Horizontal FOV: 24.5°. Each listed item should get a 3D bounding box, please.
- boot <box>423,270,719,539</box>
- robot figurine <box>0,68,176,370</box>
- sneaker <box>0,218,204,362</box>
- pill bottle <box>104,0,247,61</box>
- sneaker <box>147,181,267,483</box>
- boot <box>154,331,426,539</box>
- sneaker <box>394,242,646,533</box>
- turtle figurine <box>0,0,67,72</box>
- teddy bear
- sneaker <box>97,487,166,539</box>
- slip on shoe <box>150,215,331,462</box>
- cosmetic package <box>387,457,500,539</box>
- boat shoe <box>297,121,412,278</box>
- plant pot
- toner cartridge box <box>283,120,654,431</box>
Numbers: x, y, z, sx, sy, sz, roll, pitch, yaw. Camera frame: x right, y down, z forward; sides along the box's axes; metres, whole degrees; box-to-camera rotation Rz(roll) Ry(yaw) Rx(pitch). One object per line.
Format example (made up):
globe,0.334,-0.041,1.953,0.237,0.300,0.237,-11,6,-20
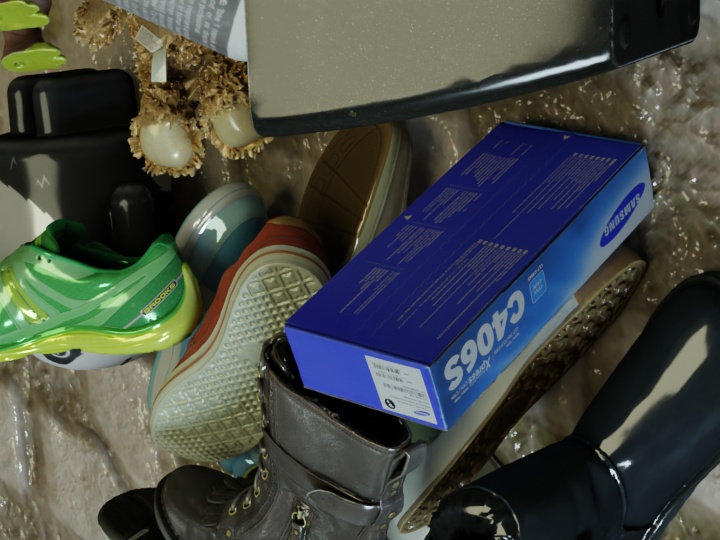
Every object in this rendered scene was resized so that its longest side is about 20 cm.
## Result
boot,0.119,0.102,0.855,0.076,0.168,0.200,41,124,26
robot figurine,-0.187,-0.033,1.117,0.124,0.150,0.201,-3,101,4
sneaker,-0.195,0.010,1.029,0.199,0.074,0.084,-5,105,10
pill bottle,-0.087,-0.189,0.950,0.200,0.114,0.114,25,121,0
sneaker,-0.064,0.050,1.067,0.130,0.079,0.200,38,133,30
boot,-0.041,0.107,0.918,0.200,0.069,0.175,26,132,33
sneaker,0.060,0.044,0.919,0.090,0.067,0.200,44,99,24
turtle figurine,-0.211,-0.220,1.051,0.200,0.064,0.162,112,161,-64
teddy bear,-0.110,-0.158,1.048,0.145,0.067,0.200,-33,77,26
sneaker,-0.088,0.220,1.017,0.200,0.076,0.116,25,121,34
slip on shoe,-0.070,0.046,0.997,0.074,0.061,0.200,21,129,-12
cosmetic package,-0.006,0.170,1.038,0.103,0.087,0.200,49,128,22
boat shoe,0.000,0.000,1.005,0.072,0.065,0.201,37,117,53
plant pot,0.065,-0.176,0.822,0.177,0.200,0.200,4,104,29
toner cartridge box,0.060,-0.004,0.857,0.095,0.200,0.043,15,134,38
